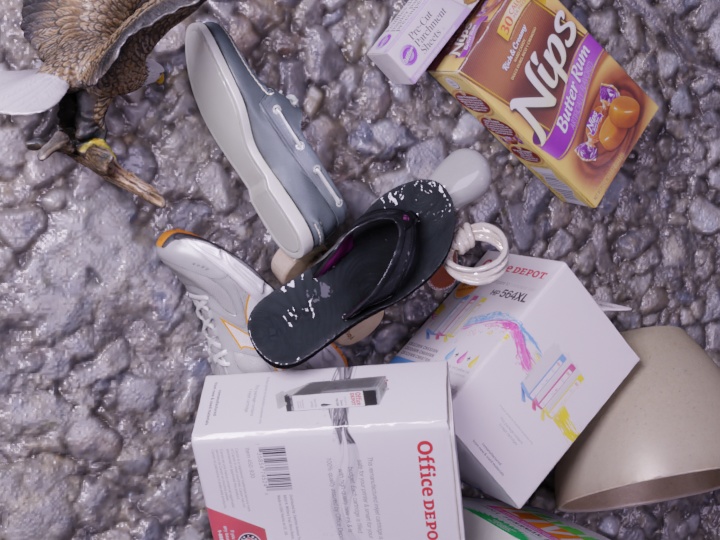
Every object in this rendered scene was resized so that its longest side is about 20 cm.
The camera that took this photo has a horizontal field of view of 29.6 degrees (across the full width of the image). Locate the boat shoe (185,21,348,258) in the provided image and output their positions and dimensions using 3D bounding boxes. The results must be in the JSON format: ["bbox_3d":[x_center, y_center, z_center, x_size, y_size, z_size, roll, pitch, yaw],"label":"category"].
[{"bbox_3d":[-0.074,-0.110,1.078,0.062,0.073,0.201,-31,99,-25],"label":"boat shoe"}]

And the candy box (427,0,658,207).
[{"bbox_3d":[0.167,-0.162,1.224,0.200,0.056,0.117,39,79,-27],"label":"candy box"}]

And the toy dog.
[{"bbox_3d":[0.028,-0.012,1.141,0.199,0.096,0.133,-19,67,3],"label":"toy dog"}]

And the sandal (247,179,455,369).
[{"bbox_3d":[0.000,0.001,1.053,0.200,0.048,0.075,-41,79,-14],"label":"sandal"}]

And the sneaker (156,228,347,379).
[{"bbox_3d":[-0.100,0.051,1.097,0.200,0.076,0.092,44,80,-26],"label":"sneaker"}]

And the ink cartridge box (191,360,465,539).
[{"bbox_3d":[-0.020,0.156,1.076,0.198,0.083,0.148,-4,123,6],"label":"ink cartridge box"}]

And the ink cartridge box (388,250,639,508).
[{"bbox_3d":[0.133,0.081,1.199,0.200,0.128,0.125,-49,115,-15],"label":"ink cartridge box"}]

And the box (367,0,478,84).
[{"bbox_3d":[0.084,-0.247,1.172,0.041,0.039,0.200,44,76,-26],"label":"box"}]

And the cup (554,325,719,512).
[{"bbox_3d":[0.266,0.135,1.265,0.199,0.200,0.144,0,69,-29],"label":"cup"}]

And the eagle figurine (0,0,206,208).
[{"bbox_3d":[-0.174,-0.170,0.992,0.151,0.151,0.201,21,98,-11],"label":"eagle figurine"}]

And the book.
[{"bbox_3d":[0.154,0.242,1.190,0.200,0.133,0.048,20,94,-56],"label":"book"}]
